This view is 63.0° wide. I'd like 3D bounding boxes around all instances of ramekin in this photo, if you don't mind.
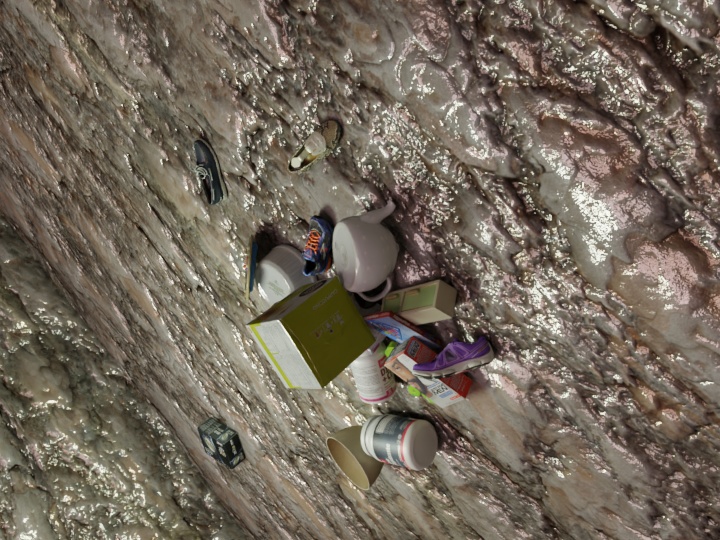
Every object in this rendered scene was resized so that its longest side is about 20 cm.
[{"bbox_3d":[-0.230,0.030,1.762,0.202,0.094,0.203,24,131,30],"label":"ramekin"}]

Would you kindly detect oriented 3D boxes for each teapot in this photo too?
[{"bbox_3d":[0.025,-0.041,1.435,0.200,0.146,0.198,133,126,-64],"label":"teapot"}]

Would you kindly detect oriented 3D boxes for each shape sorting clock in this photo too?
[{"bbox_3d":[-0.339,-0.010,1.788,0.039,0.200,0.200,8,134,-8],"label":"shape sorting clock"}]

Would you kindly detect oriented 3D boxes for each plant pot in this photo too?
[{"bbox_3d":[0.006,0.573,1.872,0.200,0.134,0.201,38,147,30],"label":"plant pot"}]

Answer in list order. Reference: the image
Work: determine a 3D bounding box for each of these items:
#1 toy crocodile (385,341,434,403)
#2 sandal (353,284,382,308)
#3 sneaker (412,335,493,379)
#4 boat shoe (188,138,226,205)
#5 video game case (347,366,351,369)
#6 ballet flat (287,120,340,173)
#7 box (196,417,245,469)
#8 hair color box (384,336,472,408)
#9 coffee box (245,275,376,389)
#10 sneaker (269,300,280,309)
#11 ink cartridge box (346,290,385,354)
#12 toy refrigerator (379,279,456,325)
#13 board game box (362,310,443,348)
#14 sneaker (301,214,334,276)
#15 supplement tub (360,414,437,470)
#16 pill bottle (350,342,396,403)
[{"bbox_3d":[0.143,0.275,1.596,0.200,0.067,0.062,49,140,6],"label":"toy crocodile"},{"bbox_3d":[0.000,0.000,1.541,0.055,0.081,0.201,164,85,-87],"label":"sandal"},{"bbox_3d":[0.219,0.211,1.424,0.081,0.199,0.084,58,-165,-71],"label":"sneaker"},{"bbox_3d":[-0.471,-0.298,1.788,0.075,0.062,0.201,11,123,41],"label":"boat shoe"},{"bbox_3d":[-0.095,0.234,1.735,0.182,0.024,0.200,30,175,27],"label":"video game case"},{"bbox_3d":[-0.122,-0.293,1.447,0.068,0.075,0.200,56,140,-1],"label":"ballet flat"},{"bbox_3d":[-0.638,0.791,2.693,0.200,0.086,0.164,16,126,36],"label":"box"},{"bbox_3d":[0.174,0.265,1.516,0.200,0.064,0.111,37,145,-6],"label":"hair color box"},{"bbox_3d":[-0.124,0.158,1.473,0.198,0.200,0.200,-16,108,55],"label":"coffee box"},{"bbox_3d":[-0.171,0.133,1.707,0.090,0.199,0.075,113,146,-42],"label":"sneaker"},{"bbox_3d":[-0.011,0.124,1.600,0.200,0.119,0.042,33,166,21],"label":"ink cartridge box"},{"bbox_3d":[0.136,0.085,1.445,0.070,0.076,0.200,29,151,-30],"label":"toy refrigerator"},{"bbox_3d":[0.107,0.156,1.495,0.200,0.020,0.103,32,148,-33],"label":"board game box"},{"bbox_3d":[-0.120,-0.060,1.605,0.075,0.078,0.201,26,133,28],"label":"sneaker"},{"bbox_3d":[0.113,0.499,1.725,0.200,0.140,0.141,-4,114,45],"label":"supplement tub"},{"bbox_3d":[0.028,0.266,1.664,0.113,0.113,0.201,7,122,41],"label":"pill bottle"}]
